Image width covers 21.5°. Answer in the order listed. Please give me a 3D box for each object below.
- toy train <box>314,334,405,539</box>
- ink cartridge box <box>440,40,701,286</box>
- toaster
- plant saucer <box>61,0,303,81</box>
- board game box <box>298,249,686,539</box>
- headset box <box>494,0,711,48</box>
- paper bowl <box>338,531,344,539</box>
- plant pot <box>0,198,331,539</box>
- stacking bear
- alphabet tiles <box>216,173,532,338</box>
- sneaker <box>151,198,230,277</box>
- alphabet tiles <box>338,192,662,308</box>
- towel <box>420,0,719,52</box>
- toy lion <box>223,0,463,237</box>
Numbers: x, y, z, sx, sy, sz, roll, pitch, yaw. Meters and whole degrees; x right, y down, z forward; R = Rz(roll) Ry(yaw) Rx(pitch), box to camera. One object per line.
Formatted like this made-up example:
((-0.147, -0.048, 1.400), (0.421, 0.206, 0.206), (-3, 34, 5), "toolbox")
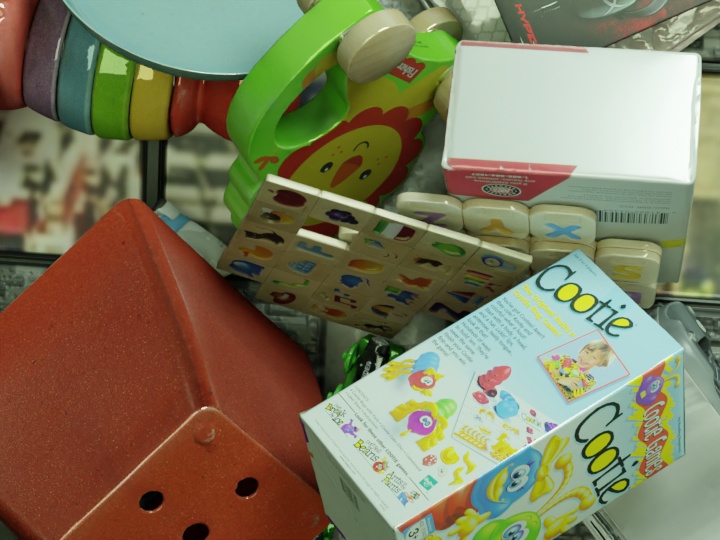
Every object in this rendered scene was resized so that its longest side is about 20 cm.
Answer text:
((-0.018, 0.136, 1.287), (0.042, 0.056, 0.201), (22, 101, 9), "toy train")
((0.130, -0.061, 1.161), (0.144, 0.200, 0.084), (3, 73, 7), "ink cartridge box")
((0.209, 0.130, 1.230), (0.129, 0.114, 0.200), (-37, 95, 15), "toaster")
((-0.103, -0.188, 1.201), (0.199, 0.201, 0.027), (22, 139, 3), "plant saucer")
((0.081, 0.096, 1.106), (0.199, 0.105, 0.103), (-30, 139, -16), "board game box")
((0.167, -0.226, 1.167), (0.199, 0.077, 0.150), (-22, 97, 12), "headset box")
((0.053, 0.222, 1.217), (0.104, 0.201, 0.201), (-36, 93, 11), "paper bowl")
((-0.129, 0.114, 1.185), (0.200, 0.176, 0.200), (-43, 127, 4), "plant pot")
((-0.134, -0.136, 1.234), (0.199, 0.122, 0.114), (14, 133, 2), "stacking bear")
((0.000, 0.000, 1.196), (0.166, 0.200, 0.008), (17, 69, -9), "alphabet tiles")
((-0.144, 0.059, 1.286), (0.086, 0.075, 0.201), (27, 101, -3), "sneaker")
((0.087, -0.005, 1.188), (0.199, 0.196, 0.015), (5, 73, 7), "alphabet tiles")
((0.130, -0.209, 1.229), (0.191, 0.032, 0.200), (-36, 93, 11), "towel")
((-0.017, -0.088, 1.182), (0.192, 0.200, 0.069), (-44, 65, 16), "toy lion")
